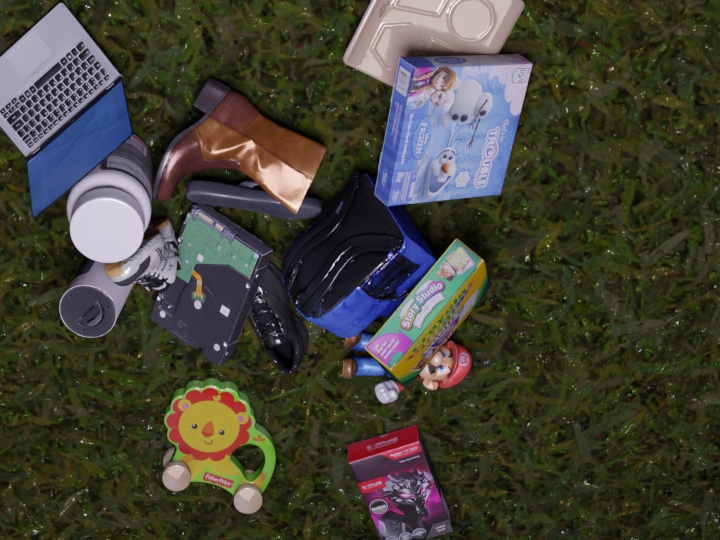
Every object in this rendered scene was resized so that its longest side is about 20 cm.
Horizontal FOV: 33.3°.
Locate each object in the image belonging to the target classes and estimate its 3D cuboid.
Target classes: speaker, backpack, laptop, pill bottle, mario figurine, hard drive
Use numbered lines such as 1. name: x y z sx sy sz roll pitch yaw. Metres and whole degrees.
1. speaker: -0.359 0.013 1.695 0.080 0.201 0.082 1 117 3
2. backpack: 0.000 0.000 1.726 0.200 0.163 0.167 -42 137 12
3. laptop: -0.414 -0.214 1.600 0.186 0.116 0.201 -36 100 15
4. pill bottle: -0.339 -0.101 1.634 0.112 0.201 0.115 -4 122 -6
5. mario figurine: 0.073 0.129 1.836 0.197 0.106 0.125 5 116 -4
6. hard drive: -0.220 0.021 1.768 0.139 0.038 0.202 31 117 17

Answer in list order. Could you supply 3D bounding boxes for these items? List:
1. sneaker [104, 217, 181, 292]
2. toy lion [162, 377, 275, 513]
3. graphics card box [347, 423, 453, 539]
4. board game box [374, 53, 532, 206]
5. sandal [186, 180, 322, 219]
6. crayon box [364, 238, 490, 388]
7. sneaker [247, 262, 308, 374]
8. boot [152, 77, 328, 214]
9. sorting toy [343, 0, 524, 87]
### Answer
1. sneaker: -0.288 -0.007 1.669 0.075 0.200 0.089 -17 105 14
2. toy lion: -0.224 0.271 1.928 0.198 0.069 0.194 21 108 -13
3. graphics card box: 0.067 0.360 1.989 0.124 0.051 0.202 -17 118 6
4. board game box: 0.127 -0.194 1.651 0.197 0.043 0.202 -9 124 -31
5. sandal: -0.148 -0.111 1.719 0.197 0.076 0.044 10 77 -10
6. crayon box: 0.101 0.066 1.731 0.058 0.173 0.201 39 85 15
7. sneaker: -0.134 0.067 1.801 0.075 0.091 0.201 -25 115 13
8. boot: -0.170 -0.138 1.672 0.199 0.068 0.190 32 82 -8
9. sorting toy: 0.098 -0.326 1.637 0.198 0.037 0.186 21 115 -19
